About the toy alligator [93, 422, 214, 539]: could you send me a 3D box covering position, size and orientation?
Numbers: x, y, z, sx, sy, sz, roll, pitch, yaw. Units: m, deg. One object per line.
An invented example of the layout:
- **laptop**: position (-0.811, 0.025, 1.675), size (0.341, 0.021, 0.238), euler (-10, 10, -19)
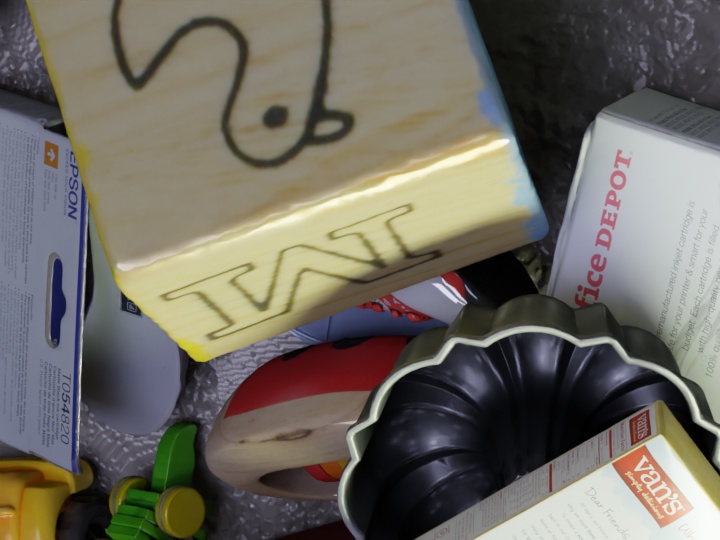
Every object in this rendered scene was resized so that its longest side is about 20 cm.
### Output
- **toy alligator**: position (-0.130, 0.185, 1.734), size (0.059, 0.054, 0.200), euler (3, 62, 50)

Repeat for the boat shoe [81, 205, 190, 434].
- **boat shoe**: position (-0.123, 0.007, 1.710), size (0.072, 0.066, 0.200), euler (16, 132, 16)

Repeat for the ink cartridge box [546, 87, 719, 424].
- **ink cartridge box**: position (0.207, 0.005, 1.545), size (0.200, 0.083, 0.146), euler (20, 112, 19)

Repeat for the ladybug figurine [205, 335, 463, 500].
- **ladybug figurine**: position (0.003, 0.080, 1.643), size (0.200, 0.136, 0.072), euler (-10, 70, 36)

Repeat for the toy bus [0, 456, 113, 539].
- **toy bus**: position (-0.236, 0.214, 1.741), size (0.135, 0.192, 0.201), euler (-6, 88, 28)

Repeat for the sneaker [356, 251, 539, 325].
- **sneaker**: position (0.000, -0.001, 1.616), size (0.201, 0.067, 0.108), euler (40, 117, 13)

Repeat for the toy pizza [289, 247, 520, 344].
- **toy pizza**: position (0.001, -0.050, 1.655), size (0.200, 0.032, 0.201), euler (6, 107, 22)

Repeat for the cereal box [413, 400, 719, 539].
- **cereal box**: position (0.106, 0.169, 1.494), size (0.200, 0.040, 0.144), euler (-31, 112, 18)

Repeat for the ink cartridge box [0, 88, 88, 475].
- **ink cartridge box**: position (-0.208, -0.004, 1.724), size (0.200, 0.041, 0.200), euler (21, 114, 42)

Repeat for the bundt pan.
- **bundt pan**: position (0.091, 0.097, 1.521), size (0.201, 0.076, 0.202), euler (2, 119, 5)

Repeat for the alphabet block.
- **alphabet block**: position (-0.035, -0.088, 1.487), size (0.200, 0.196, 0.196), euler (-20, 73, 4)

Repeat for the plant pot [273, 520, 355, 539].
- **plant pot**: position (0.005, 0.234, 1.653), size (0.176, 0.200, 0.200), euler (-30, 91, 17)
